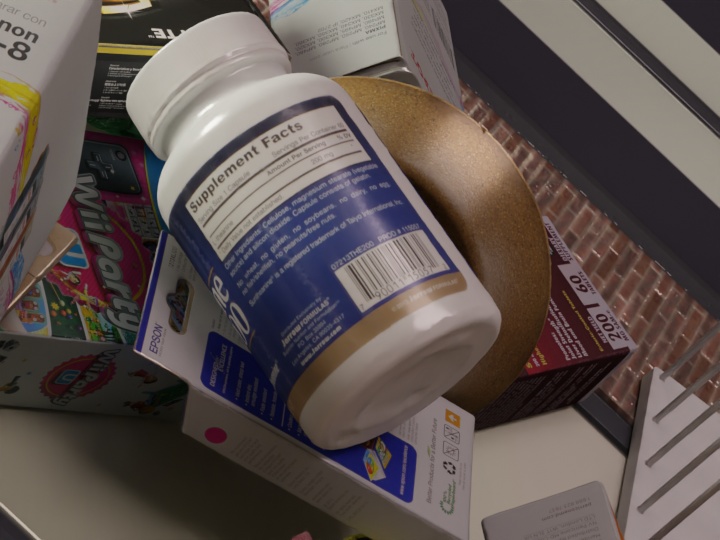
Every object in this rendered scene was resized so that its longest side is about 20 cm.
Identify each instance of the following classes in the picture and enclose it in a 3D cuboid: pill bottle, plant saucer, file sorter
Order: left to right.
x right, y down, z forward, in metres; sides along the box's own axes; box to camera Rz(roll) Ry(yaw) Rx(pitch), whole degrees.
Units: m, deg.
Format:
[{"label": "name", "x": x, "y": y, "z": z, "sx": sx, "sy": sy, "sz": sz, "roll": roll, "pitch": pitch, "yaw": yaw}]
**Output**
[{"label": "pill bottle", "x": -0.029, "y": -0.023, "z": 1.122, "sx": 0.111, "sy": 0.111, "sz": 0.201, "roll": -10, "pitch": 60, "yaw": -51}, {"label": "plant saucer", "x": 0.000, "y": 0.000, "z": 1.215, "sx": 0.200, "sy": 0.200, "sz": 0.035, "roll": 43, "pitch": 26, "yaw": 0}, {"label": "file sorter", "x": 0.253, "y": 0.127, "z": 1.419, "sx": 0.138, "sy": 0.125, "sz": 0.200, "roll": 37, "pitch": 33, "yaw": -11}]

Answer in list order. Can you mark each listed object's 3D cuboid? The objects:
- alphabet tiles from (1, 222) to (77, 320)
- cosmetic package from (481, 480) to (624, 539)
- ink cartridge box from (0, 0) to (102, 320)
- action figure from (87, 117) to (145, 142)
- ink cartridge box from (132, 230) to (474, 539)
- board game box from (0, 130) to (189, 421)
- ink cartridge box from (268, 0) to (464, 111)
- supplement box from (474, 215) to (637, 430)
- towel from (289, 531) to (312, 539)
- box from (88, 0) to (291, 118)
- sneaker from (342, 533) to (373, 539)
[{"label": "alphabet tiles", "x": -0.251, "y": 0.002, "z": 1.045, "sx": 0.167, "sy": 0.008, "sz": 0.200, "roll": 32, "pitch": 50, "yaw": 9}, {"label": "cosmetic package", "x": 0.125, "y": 0.222, "z": 1.184, "sx": 0.102, "sy": 0.071, "sz": 0.201, "roll": 63, "pitch": 11, "yaw": -49}, {"label": "ink cartridge box", "x": -0.215, "y": -0.040, "z": 0.990, "sx": 0.144, "sy": 0.145, "sz": 0.201, "roll": 20, "pitch": 49, "yaw": 2}, {"label": "action figure", "x": -0.108, "y": -0.102, "z": 1.318, "sx": 0.118, "sy": 0.055, "sz": 0.200, "roll": 30, "pitch": 20, "yaw": 16}, {"label": "ink cartridge box", "x": -0.030, "y": 0.066, "z": 1.153, "sx": 0.199, "sy": 0.037, "sz": 0.095, "roll": 33, "pitch": 34, "yaw": -20}, {"label": "board game box", "x": -0.173, "y": -0.006, "z": 1.166, "sx": 0.199, "sy": 0.064, "sz": 0.148, "roll": 8, "pitch": 47, "yaw": -43}, {"label": "ink cartridge box", "x": 0.004, "y": -0.132, "z": 1.422, "sx": 0.201, "sy": 0.082, "sz": 0.146, "roll": -96, "pitch": 164, "yaw": -45}, {"label": "supplement box", "x": 0.066, "y": 0.034, "z": 1.380, "sx": 0.199, "sy": 0.061, "sz": 0.109, "roll": -10, "pitch": 61, "yaw": -50}, {"label": "towel", "x": -0.047, "y": 0.204, "z": 0.981, "sx": 0.199, "sy": 0.023, "sz": 0.144, "roll": -22, "pitch": 71, "yaw": -50}, {"label": "box", "x": -0.158, "y": -0.144, "z": 1.238, "sx": 0.199, "sy": 0.050, "sz": 0.160, "roll": 1, "pitch": 35, "yaw": -31}, {"label": "sneaker", "x": -0.012, "y": 0.168, "z": 1.148, "sx": 0.199, "sy": 0.074, "sz": 0.085, "roll": 27, "pitch": 29, "yaw": -39}]
